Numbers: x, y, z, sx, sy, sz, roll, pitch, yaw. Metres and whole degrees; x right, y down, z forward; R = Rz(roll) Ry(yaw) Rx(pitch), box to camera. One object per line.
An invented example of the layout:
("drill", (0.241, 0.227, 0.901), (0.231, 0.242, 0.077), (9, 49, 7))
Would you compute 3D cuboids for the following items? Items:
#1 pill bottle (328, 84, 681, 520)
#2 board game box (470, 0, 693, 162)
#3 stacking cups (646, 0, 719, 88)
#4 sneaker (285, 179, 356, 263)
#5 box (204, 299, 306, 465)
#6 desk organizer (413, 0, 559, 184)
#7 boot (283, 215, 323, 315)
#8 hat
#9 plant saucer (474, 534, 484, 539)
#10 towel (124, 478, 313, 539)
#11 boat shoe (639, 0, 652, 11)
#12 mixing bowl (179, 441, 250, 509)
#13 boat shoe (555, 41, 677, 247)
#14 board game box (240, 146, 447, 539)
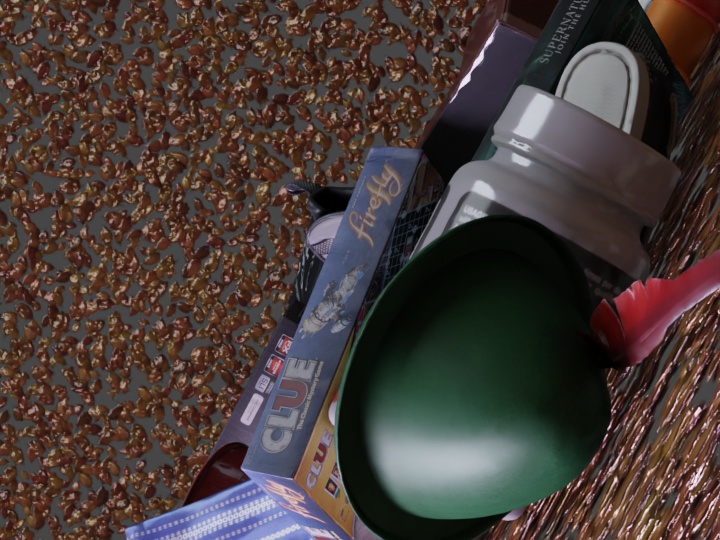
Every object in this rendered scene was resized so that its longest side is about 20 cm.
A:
("pill bottle", (0.077, 0.016, 1.233), (0.200, 0.114, 0.114), (-62, 1, 0))
("board game box", (0.116, -0.057, 1.374), (0.200, 0.028, 0.135), (-60, -37, -16))
("stacking cups", (0.168, -0.110, 1.485), (0.200, 0.060, 0.061), (-63, 1, -9))
("sneaker", (0.000, 0.000, 1.519), (0.078, 0.140, 0.200), (-39, -12, -49))
("box", (-0.024, 0.144, 1.649), (0.200, 0.158, 0.048), (-61, -1, 17))
("desk organizer", (0.079, -0.092, 1.517), (0.200, 0.072, 0.077), (-58, 12, 40))
("boot", (0.025, 0.049, 1.798), (0.073, 0.162, 0.198), (-146, 70, -66))
("hat", (0.102, 0.074, 1.066), (0.166, 0.176, 0.200), (-56, -42, -11))
("plant saucer", (0.045, 0.152, 1.407), (0.200, 0.037, 0.200), (-63, 1, 2))
("towel", (-0.070, 0.217, 1.378), (0.145, 0.024, 0.200), (-24, 59, 27))
("boat shoe", (0.216, -0.202, 1.642), (0.072, 0.070, 0.201), (-51, 7, 12))
("mixing bowl", (-0.049, 0.215, 1.524), (0.200, 0.108, 0.200), (9, -90, -73))
("boat shoe", (0.126, -0.023, 1.321), (0.060, 0.074, 0.200), (18, -97, -51))
("board game box", (0.012, 0.051, 1.325), (0.136, 0.035, 0.200), (52, -126, -51))
